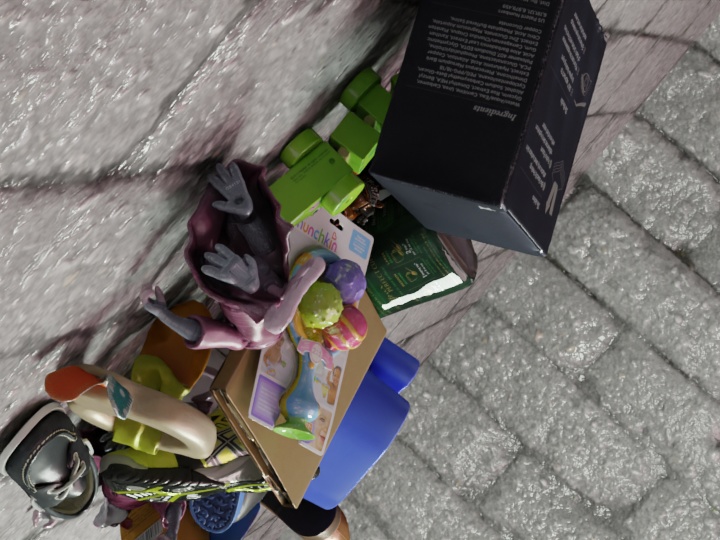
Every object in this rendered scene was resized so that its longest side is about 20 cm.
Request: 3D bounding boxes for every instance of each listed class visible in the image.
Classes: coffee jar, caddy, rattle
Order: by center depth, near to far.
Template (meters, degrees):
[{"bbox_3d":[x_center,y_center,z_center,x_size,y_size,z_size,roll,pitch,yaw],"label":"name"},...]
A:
[{"bbox_3d":[-0.171,0.068,1.493,0.143,0.130,0.200,-56,149,-10],"label":"rattle"},{"bbox_3d":[0.000,0.000,1.730,0.199,0.104,0.086,-24,-145,20],"label":"coffee jar"},{"bbox_3d":[-0.031,0.135,1.831,0.200,0.105,0.142,-51,-166,35],"label":"caddy"}]

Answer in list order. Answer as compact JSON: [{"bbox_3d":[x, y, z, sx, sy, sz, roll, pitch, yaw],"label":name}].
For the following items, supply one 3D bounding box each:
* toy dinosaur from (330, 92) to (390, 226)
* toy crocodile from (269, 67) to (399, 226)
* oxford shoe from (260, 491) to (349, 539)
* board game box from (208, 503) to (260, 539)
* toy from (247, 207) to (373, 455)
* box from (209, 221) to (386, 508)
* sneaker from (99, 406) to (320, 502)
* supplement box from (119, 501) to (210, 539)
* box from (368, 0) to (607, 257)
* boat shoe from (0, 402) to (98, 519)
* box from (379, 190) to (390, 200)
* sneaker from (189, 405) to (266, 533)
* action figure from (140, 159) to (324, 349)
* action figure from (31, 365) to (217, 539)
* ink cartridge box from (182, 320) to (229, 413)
[{"bbox_3d":[0.011,-0.104,1.678,0.201,0.102,0.136,-64,-167,-20],"label":"toy dinosaur"},{"bbox_3d":[-0.009,-0.102,1.562,0.200,0.067,0.062,-46,172,-19],"label":"toy crocodile"},{"bbox_3d":[-0.078,0.225,1.942,0.071,0.200,0.071,-40,138,-3],"label":"oxford shoe"},{"bbox_3d":[-0.156,0.259,1.902,0.158,0.039,0.200,-37,-151,12],"label":"board game box"},{"bbox_3d":[-0.027,0.045,1.573,0.115,0.047,0.201,34,66,-51],"label":"toy"},{"bbox_3d":[-0.049,0.076,1.613,0.200,0.021,0.164,-63,142,-33],"label":"box"},{"bbox_3d":[-0.135,0.157,1.643,0.199,0.077,0.075,-1,164,-28],"label":"sneaker"},{"bbox_3d":[-0.194,0.249,1.851,0.069,0.067,0.200,-39,-153,14],"label":"supplement box"},{"bbox_3d":[0.108,-0.135,1.518,0.197,0.117,0.201,37,68,-71],"label":"box"},{"bbox_3d":[-0.249,0.161,1.545,0.076,0.060,0.200,-47,172,-9],"label":"boat shoe"},{"bbox_3d":[0.062,-0.086,1.857,0.200,0.106,0.152,-37,165,-52],"label":"box"},{"bbox_3d":[-0.099,0.151,1.752,0.201,0.070,0.078,-63,168,26],"label":"sneaker"},{"bbox_3d":[-0.077,0.007,1.434,0.134,0.149,0.200,-52,159,-23],"label":"action figure"},{"bbox_3d":[-0.218,0.178,1.744,0.200,0.133,0.149,116,-10,-57],"label":"action figure"},{"bbox_3d":[-0.114,0.102,1.884,0.148,0.086,0.200,-53,169,32],"label":"ink cartridge box"}]
